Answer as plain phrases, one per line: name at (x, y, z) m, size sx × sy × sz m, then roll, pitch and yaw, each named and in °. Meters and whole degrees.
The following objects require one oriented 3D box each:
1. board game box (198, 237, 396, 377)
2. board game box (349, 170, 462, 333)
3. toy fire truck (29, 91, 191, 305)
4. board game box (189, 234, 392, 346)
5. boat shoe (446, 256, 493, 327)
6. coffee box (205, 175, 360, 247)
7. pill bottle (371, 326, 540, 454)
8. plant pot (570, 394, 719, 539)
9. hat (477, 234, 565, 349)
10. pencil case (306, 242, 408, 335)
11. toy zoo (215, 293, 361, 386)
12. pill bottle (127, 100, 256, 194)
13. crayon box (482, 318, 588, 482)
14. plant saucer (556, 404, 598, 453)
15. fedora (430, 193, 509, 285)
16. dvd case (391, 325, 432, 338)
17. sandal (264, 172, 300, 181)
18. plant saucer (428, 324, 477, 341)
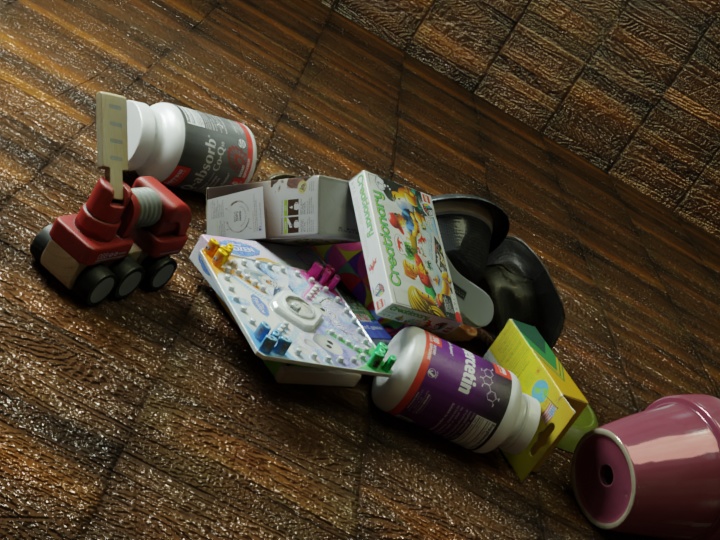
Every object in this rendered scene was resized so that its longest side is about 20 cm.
board game box at (-0.072, 0.043, 1.316) m, size 0.200 × 0.026 × 0.200 m, roll 12°, pitch 29°, yaw -39°
board game box at (0.056, -0.023, 1.414) m, size 0.126 × 0.035 × 0.200 m, roll 16°, pitch 50°, yaw -40°
toy fire truck at (-0.267, -0.085, 1.255) m, size 0.129 × 0.200 × 0.176 m, roll 39°, pitch 22°, yaw 16°
board game box at (-0.087, 0.036, 1.403) m, size 0.200 × 0.041 × 0.200 m, roll 6°, pitch 33°, yaw -48°
boat shoe at (0.102, 0.013, 1.541) m, size 0.200 × 0.070 × 0.066 m, roll 36°, pitch -23°, yaw -29°
coffee box at (-0.099, -0.075, 1.485) m, size 0.200 × 0.080 × 0.113 m, roll -3°, pitch -5°, yaw 36°
pill bottle at (0.122, 0.156, 1.385) m, size 0.200 × 0.113 × 0.113 m, roll 25°, pitch 22°, yaw -14°
plant pot at (0.382, 0.264, 1.437) m, size 0.179 × 0.200 × 0.200 m, roll 0°, pitch 34°, yaw -26°
hat at (0.214, 0.050, 1.691) m, size 0.081 × 0.201 × 0.201 m, roll -13°, pitch 46°, yaw -37°
pencil case at (0.000, 0.000, 1.529) m, size 0.088 × 0.088 × 0.200 m, roll 3°, pitch 41°, yaw -52°
toy zoo at (-0.099, 0.072, 1.396) m, size 0.131 × 0.020 × 0.200 m, roll 9°, pitch 31°, yaw -46°
pill bottle at (-0.257, -0.175, 1.588) m, size 0.200 × 0.116 × 0.116 m, roll 9°, pitch 31°, yaw -44°
crayon box at (0.222, 0.175, 1.472) m, size 0.051 × 0.127 × 0.200 m, roll 19°, pitch 26°, yaw -30°
plant saucer at (0.278, 0.193, 1.641) m, size 0.200 × 0.031 × 0.200 m, roll 28°, pitch 21°, yaw -12°
fedora at (0.132, -0.028, 1.615) m, size 0.200 × 0.200 × 0.092 m, roll 17°, pitch 56°, yaw -35°
dvd case at (0.032, 0.079, 1.563) m, size 0.200 × 0.022 × 0.146 m, roll 13°, pitch 28°, yaw -39°
sandal at (-0.091, -0.110, 1.735) m, size 0.055 × 0.082 × 0.200 m, roll 24°, pitch 12°, yaw 36°
plant saucer at (0.090, 0.038, 1.651) m, size 0.200 × 0.037 × 0.200 m, roll 40°, pitch 12°, yaw -11°
